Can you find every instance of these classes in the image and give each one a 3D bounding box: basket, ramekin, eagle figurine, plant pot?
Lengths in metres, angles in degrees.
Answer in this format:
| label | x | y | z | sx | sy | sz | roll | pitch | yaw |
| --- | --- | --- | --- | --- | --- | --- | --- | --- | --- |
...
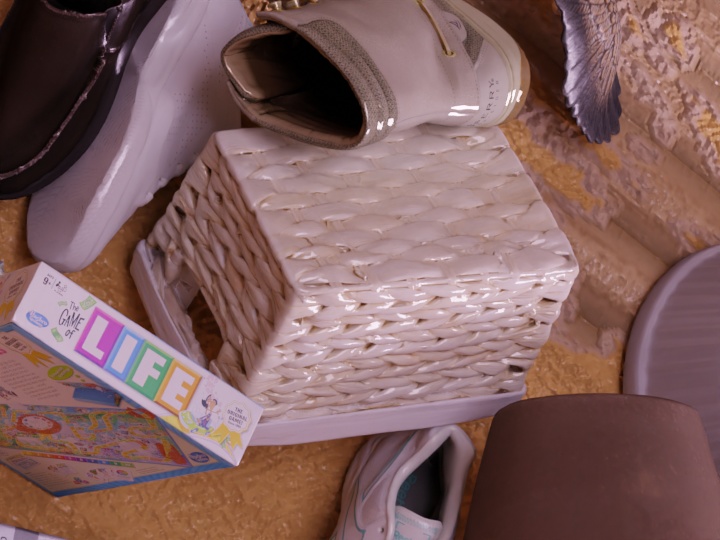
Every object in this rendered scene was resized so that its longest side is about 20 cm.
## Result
| label | x | y | z | sx | sy | sz | roll | pitch | yaw |
| --- | --- | --- | --- | --- | --- | --- | --- | --- | --- |
| basket | 0.000 | 0.000 | 1.512 | 0.200 | 0.123 | 0.136 | -4 | 50 | -33 |
| ramekin | 0.265 | 0.075 | 1.710 | 0.202 | 0.094 | 0.203 | 6 | 78 | -30 |
| eagle figurine | 0.145 | -0.194 | 1.666 | 0.200 | 0.152 | 0.151 | 49 | 40 | -10 |
| plant pot | 0.131 | 0.160 | 1.514 | 0.200 | 0.200 | 0.175 | 9 | 75 | -30 |

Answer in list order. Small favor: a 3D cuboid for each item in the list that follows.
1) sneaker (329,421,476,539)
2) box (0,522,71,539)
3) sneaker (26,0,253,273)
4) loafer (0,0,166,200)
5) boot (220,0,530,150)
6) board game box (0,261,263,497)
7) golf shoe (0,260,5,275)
| label | x | y | z | sx | sy | sz | roll | pitch | yaw |
| --- | --- | --- | --- | --- | --- | --- | --- | --- | --- |
| sneaker | 0.007 | 0.166 | 1.535 | 0.070 | 0.080 | 0.200 | 26 | 66 | -14 |
| box | -0.151 | 0.220 | 1.451 | 0.200 | 0.041 | 0.156 | 16 | 74 | -23 |
| sneaker | -0.107 | -0.072 | 1.524 | 0.088 | 0.075 | 0.200 | 41 | 61 | -33 |
| loafer | -0.155 | -0.129 | 1.456 | 0.200 | 0.073 | 0.071 | -59 | 159 | 7 |
| boot | -0.026 | -0.132 | 1.507 | 0.200 | 0.072 | 0.155 | 37 | 31 | 27 |
| board game box | -0.153 | 0.058 | 1.390 | 0.134 | 0.200 | 0.034 | 35 | 66 | -23 |
| golf shoe | -0.259 | -0.032 | 1.428 | 0.088 | 0.077 | 0.200 | -45 | 104 | -8 |
